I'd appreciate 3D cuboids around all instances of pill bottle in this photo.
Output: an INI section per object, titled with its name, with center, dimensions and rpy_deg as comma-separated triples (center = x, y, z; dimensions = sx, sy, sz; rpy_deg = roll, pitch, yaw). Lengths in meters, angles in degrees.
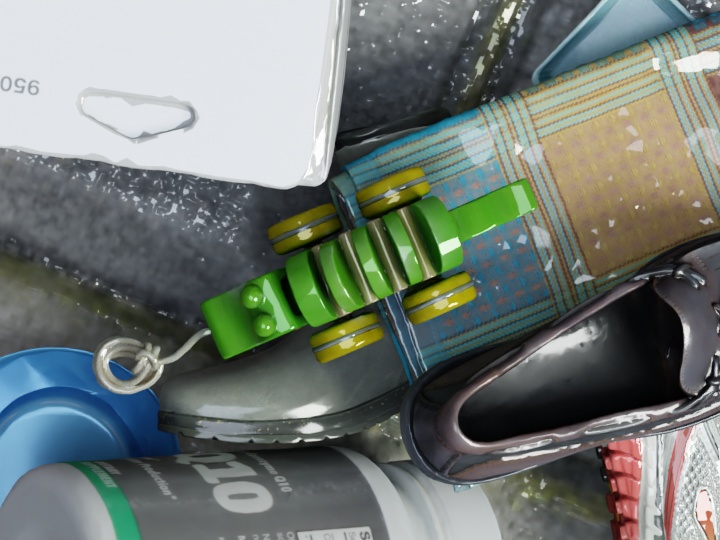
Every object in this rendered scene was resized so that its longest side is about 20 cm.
[pill bottle]
center = -0.046, 0.132, 1.057
dimensions = 0.199, 0.113, 0.114
rpy_deg = -1, 102, -33

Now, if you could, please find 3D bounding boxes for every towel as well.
[towel]
center = 0.101, -0.012, 1.066
dimensions = 0.199, 0.022, 0.147
rpy_deg = -23, 89, -9

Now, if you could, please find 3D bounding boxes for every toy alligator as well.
[toy alligator]
center = -0.022, 0.008, 1.016
dimensions = 0.199, 0.054, 0.060
rpy_deg = -23, 89, 7

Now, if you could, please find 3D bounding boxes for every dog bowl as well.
[dog bowl]
center = -0.137, 0.128, 1.127
dimensions = 0.111, 0.050, 0.201
rpy_deg = 5, 99, 0

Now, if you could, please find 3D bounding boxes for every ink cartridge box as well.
[ink cartridge box]
center = -0.077, -0.094, 1.012
dimensions = 0.144, 0.200, 0.085
rpy_deg = 7, 100, -1

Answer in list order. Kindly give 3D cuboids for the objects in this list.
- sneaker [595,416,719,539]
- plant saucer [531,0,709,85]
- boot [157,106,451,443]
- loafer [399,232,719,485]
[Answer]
[sneaker]
center = 0.152, 0.111, 1.106
dimensions = 0.082, 0.078, 0.201
rpy_deg = -10, 100, 1
[plant saucer]
center = 0.168, -0.042, 1.110
dimensions = 0.200, 0.019, 0.070
rpy_deg = 43, 97, -7
[boot]
center = 0.000, 0.000, 1.091
dimensions = 0.199, 0.068, 0.132
rpy_deg = -10, 96, -16
[loafer]
center = 0.114, 0.036, 1.022
dimensions = 0.199, 0.063, 0.072
rpy_deg = -23, 88, -11
